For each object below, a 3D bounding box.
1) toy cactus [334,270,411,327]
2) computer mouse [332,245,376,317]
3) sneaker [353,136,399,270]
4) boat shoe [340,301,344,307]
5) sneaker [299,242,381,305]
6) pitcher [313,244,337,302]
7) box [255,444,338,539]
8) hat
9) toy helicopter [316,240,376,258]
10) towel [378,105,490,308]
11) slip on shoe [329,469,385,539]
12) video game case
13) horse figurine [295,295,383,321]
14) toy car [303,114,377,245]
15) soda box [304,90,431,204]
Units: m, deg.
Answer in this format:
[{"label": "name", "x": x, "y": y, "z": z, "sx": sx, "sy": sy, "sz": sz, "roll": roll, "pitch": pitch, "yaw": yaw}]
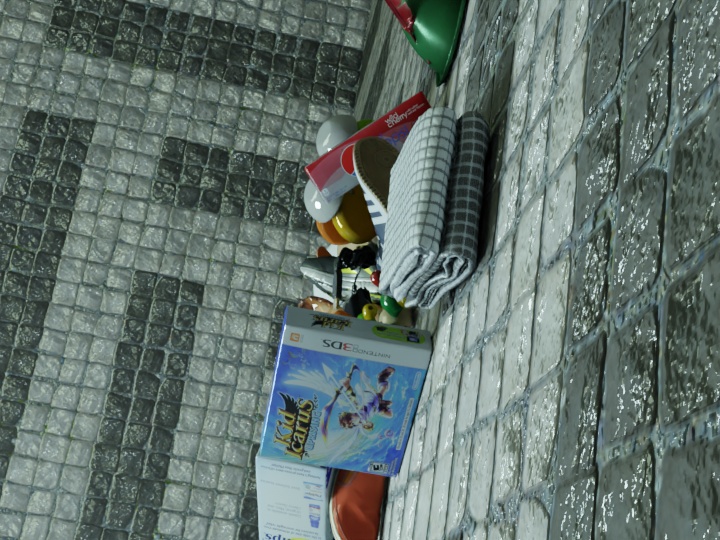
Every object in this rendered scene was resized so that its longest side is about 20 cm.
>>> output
[{"label": "toy cactus", "x": 0.031, "y": 0.084, "z": 1.412, "sx": 0.165, "sy": 0.100, "sz": 0.204, "roll": -56, "pitch": -37, "yaw": -67}, {"label": "computer mouse", "x": -0.005, "y": 0.065, "z": 1.445, "sx": 0.140, "sy": 0.045, "sz": 0.204, "roll": 11, "pitch": -93, "yaw": -73}, {"label": "sneaker", "x": 0.038, "y": -0.076, "z": 1.423, "sx": 0.109, "sy": 0.069, "sz": 0.202, "roll": 101, "pitch": 147, "yaw": -54}, {"label": "boat shoe", "x": -0.037, "y": 0.134, "z": 1.750, "sx": 0.061, "sy": 0.074, "sz": 0.203, "roll": -10, "pitch": -56, "yaw": -50}, {"label": "sneaker", "x": 0.000, "y": 0.000, "z": 1.581, "sx": 0.074, "sy": 0.197, "sz": 0.086, "roll": 44, "pitch": -117, "yaw": -52}, {"label": "pitcher", "x": -0.004, "y": -0.007, "z": 1.927, "sx": 0.203, "sy": 0.119, "sz": 0.172, "roll": -67, "pitch": 24, "yaw": 17}, {"label": "box", "x": -0.074, "y": 0.283, "z": 1.515, "sx": 0.185, "sy": 0.103, "sz": 0.203, "roll": -69, "pitch": -16, "yaw": -54}, {"label": "hat", "x": 0.055, "y": -0.378, "z": 1.541, "sx": 0.202, "sy": 0.172, "sz": 0.168, "roll": 106, "pitch": 173, "yaw": -46}, {"label": "toy helicopter", "x": -0.002, "y": 0.026, "z": 1.766, "sx": 0.079, "sy": 0.130, "sz": 0.203, "roll": -42, "pitch": -44, "yaw": -45}, {"label": "towel", "x": 0.081, "y": -0.060, "z": 1.157, "sx": 0.200, "sy": 0.084, "sz": 0.169, "roll": 119, "pitch": 160, "yaw": -70}, {"label": "slip on shoe", "x": 0.003, "y": 0.284, "z": 1.424, "sx": 0.061, "sy": 0.073, "sz": 0.203, "roll": 128, "pitch": 156, "yaw": -52}, {"label": "video game case", "x": -0.021, "y": 0.152, "z": 1.305, "sx": 0.046, "sy": 0.178, "sz": 0.203, "roll": -88, "pitch": 10, "yaw": -61}, {"label": "horse figurine", "x": -0.008, "y": 0.095, "z": 1.555, "sx": 0.050, "sy": 0.197, "sz": 0.135, "roll": 21, "pitch": -115, "yaw": -51}, {"label": "toy car", "x": -0.014, "y": -0.135, "z": 1.681, "sx": 0.149, "sy": 0.173, "sz": 0.204, "roll": -11, "pitch": 63, "yaw": 57}, {"label": "soda box", "x": 0.017, "y": -0.174, "z": 1.521, "sx": 0.064, "sy": 0.198, "sz": 0.070, "roll": 57, "pitch": 179, "yaw": -6}]
